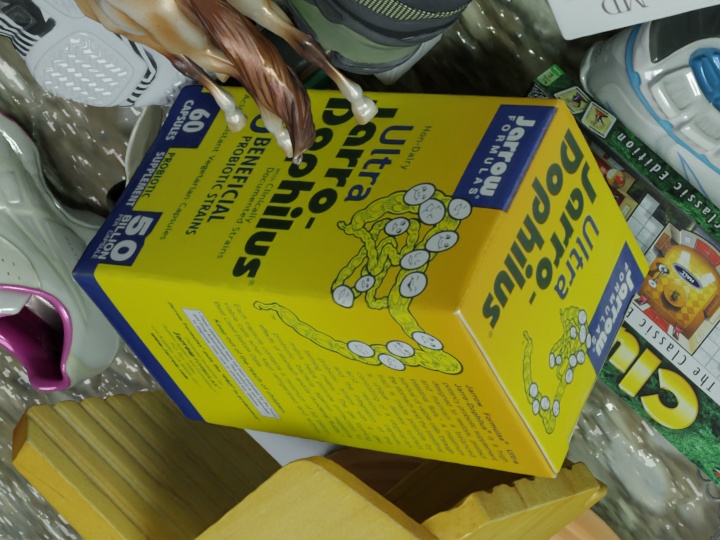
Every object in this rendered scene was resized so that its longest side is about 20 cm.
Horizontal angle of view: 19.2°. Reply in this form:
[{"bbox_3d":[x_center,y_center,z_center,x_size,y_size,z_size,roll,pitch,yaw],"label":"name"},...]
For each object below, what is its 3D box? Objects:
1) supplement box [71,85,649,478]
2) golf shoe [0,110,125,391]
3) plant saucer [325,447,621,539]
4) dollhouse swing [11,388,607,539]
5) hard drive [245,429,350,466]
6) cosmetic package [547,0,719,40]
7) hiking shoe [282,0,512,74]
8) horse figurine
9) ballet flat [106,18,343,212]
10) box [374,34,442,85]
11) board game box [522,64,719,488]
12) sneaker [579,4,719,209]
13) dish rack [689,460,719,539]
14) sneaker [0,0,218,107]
[{"bbox_3d":[0.000,0.000,0.887,0.199,0.109,0.110,5,145,35],"label":"supplement box"},{"bbox_3d":[-0.193,-0.022,1.080,0.200,0.092,0.075,43,132,-9],"label":"golf shoe"},{"bbox_3d":[0.052,0.168,1.129,0.198,0.038,0.201,14,140,12],"label":"plant saucer"},{"bbox_3d":[-0.026,0.086,0.979,0.182,0.199,0.177,-41,72,24],"label":"dollhouse swing"},{"bbox_3d":[-0.002,0.059,1.099,0.198,0.026,0.133,10,129,17],"label":"hard drive"},{"bbox_3d":[0.095,-0.200,0.822,0.101,0.071,0.201,-11,121,30],"label":"cosmetic package"},{"bbox_3d":[-0.022,-0.167,0.773,0.200,0.076,0.100,46,146,-17],"label":"hiking shoe"},{"bbox_3d":[-0.072,-0.099,0.825,0.132,0.050,0.200,43,172,-30],"label":"horse figurine"},{"bbox_3d":[-0.070,-0.070,1.005,0.068,0.068,0.200,44,132,3],"label":"ballet flat"},{"bbox_3d":[-0.012,-0.186,0.839,0.156,0.041,0.200,42,150,12],"label":"box"},{"bbox_3d":[0.130,0.014,0.909,0.200,0.023,0.105,42,138,11],"label":"board game box"},{"bbox_3d":[0.172,-0.040,0.926,0.200,0.075,0.086,46,157,-19],"label":"sneaker"},{"bbox_3d":[0.215,0.092,0.961,0.152,0.055,0.200,9,149,32],"label":"dish rack"},{"bbox_3d":[-0.149,-0.148,0.956,0.198,0.116,0.075,15,133,-8],"label":"sneaker"}]
